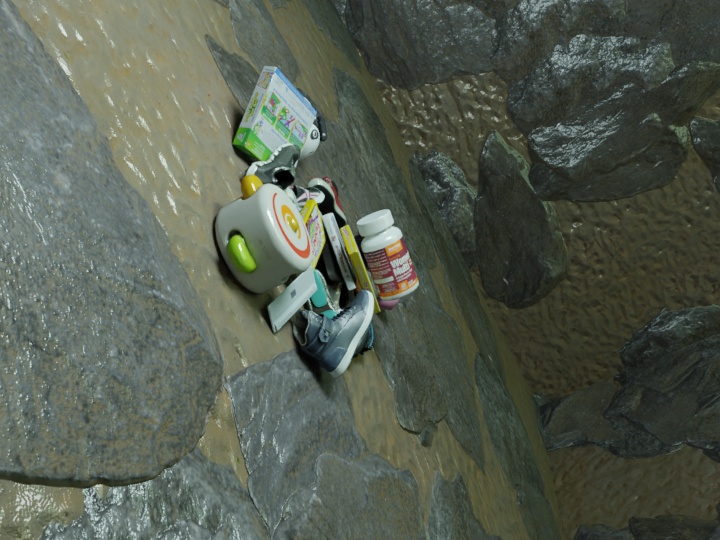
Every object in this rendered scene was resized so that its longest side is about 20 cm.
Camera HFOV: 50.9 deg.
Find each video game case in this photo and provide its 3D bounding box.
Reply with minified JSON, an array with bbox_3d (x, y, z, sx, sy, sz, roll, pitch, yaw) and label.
[{"bbox_3d":[-0.066,-0.032,1.917,0.201,0.022,0.186,58,15,-63],"label":"video game case"},{"bbox_3d":[-0.049,-0.050,1.855,0.200,0.022,0.187,-79,149,-85],"label":"video game case"}]

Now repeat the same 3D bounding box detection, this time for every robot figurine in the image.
[{"bbox_3d":[-0.171,-0.382,1.949,0.126,0.146,0.204,63,11,-56],"label":"robot figurine"}]

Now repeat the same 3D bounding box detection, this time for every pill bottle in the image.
[{"bbox_3d":[0.065,-0.038,1.867,0.110,0.107,0.205,-63,134,-69],"label":"pill bottle"}]

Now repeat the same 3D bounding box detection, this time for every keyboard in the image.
[{"bbox_3d":[-0.137,0.055,1.550,0.200,0.010,0.058,-48,127,-57],"label":"keyboard"}]

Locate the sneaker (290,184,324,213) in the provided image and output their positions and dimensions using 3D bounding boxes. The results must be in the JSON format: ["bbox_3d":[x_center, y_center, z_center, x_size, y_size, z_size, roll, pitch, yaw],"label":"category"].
[{"bbox_3d":[-0.145,-0.176,1.842,0.087,0.080,0.201,50,14,-13],"label":"sneaker"}]

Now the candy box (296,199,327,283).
[{"bbox_3d":[-0.117,-0.065,1.680,0.202,0.026,0.104,-73,153,-55],"label":"candy box"}]

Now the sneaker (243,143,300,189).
[{"bbox_3d":[-0.175,-0.224,1.697,0.200,0.089,0.068,-44,153,-51],"label":"sneaker"}]

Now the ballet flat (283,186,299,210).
[{"bbox_3d":[-0.168,-0.127,1.700,0.071,0.067,0.205,98,-25,-77],"label":"ballet flat"}]

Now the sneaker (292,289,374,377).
[{"bbox_3d":[-0.058,0.098,1.593,0.145,0.076,0.205,38,60,-22],"label":"sneaker"}]

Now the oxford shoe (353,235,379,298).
[{"bbox_3d":[-0.001,-0.008,2.021,0.071,0.071,0.205,120,-41,-68],"label":"oxford shoe"}]

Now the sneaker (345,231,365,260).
[{"bbox_3d":[0.029,-0.056,1.966,0.099,0.071,0.200,50,21,8],"label":"sneaker"}]

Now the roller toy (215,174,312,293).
[{"bbox_3d":[-0.180,-0.066,1.464,0.183,0.137,0.204,46,25,-49],"label":"roller toy"}]

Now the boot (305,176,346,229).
[{"bbox_3d":[-0.103,-0.219,2.041,0.201,0.071,0.147,56,17,-55],"label":"boot"}]

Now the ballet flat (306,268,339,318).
[{"bbox_3d":[-0.083,0.096,1.684,0.074,0.073,0.205,24,48,-65],"label":"ballet flat"}]

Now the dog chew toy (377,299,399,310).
[{"bbox_3d":[0.054,0.019,2.123,0.125,0.121,0.204,-73,144,-66],"label":"dog chew toy"}]

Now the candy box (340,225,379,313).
[{"bbox_3d":[0.000,0.000,1.805,0.103,0.026,0.203,-113,-179,-50],"label":"candy box"}]

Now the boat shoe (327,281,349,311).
[{"bbox_3d":[-0.050,0.110,1.761,0.072,0.059,0.205,48,24,-43],"label":"boat shoe"}]

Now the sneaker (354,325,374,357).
[{"bbox_3d":[0.003,0.168,1.827,0.083,0.072,0.201,63,18,-13],"label":"sneaker"}]

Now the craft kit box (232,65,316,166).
[{"bbox_3d":[-0.195,-0.333,1.764,0.200,0.047,0.202,39,66,-57],"label":"craft kit box"}]
